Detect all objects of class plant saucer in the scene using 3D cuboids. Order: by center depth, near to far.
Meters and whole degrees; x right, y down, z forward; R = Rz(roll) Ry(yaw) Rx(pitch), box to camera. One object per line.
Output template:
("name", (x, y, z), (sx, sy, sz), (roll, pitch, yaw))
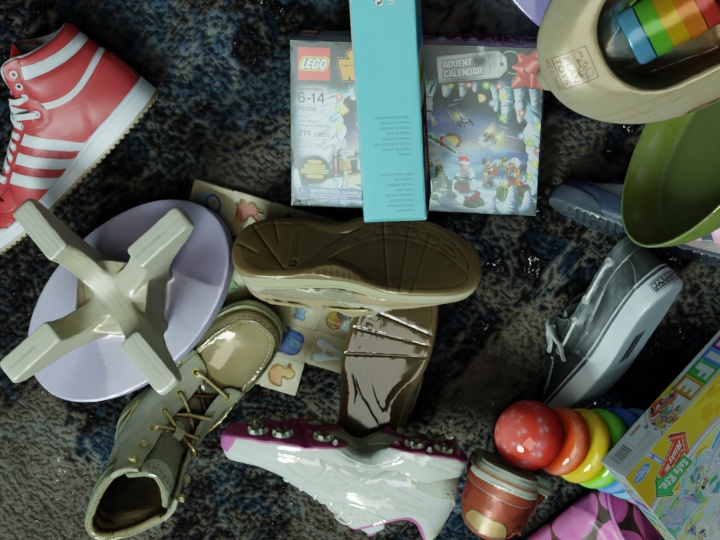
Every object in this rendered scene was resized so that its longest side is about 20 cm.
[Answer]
("plant saucer", (0.262, -0.100, 1.118), (0.031, 0.200, 0.201), (29, 113, -16))

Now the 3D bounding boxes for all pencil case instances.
("pencil case", (0.173, 0.273, 1.344), (0.200, 0.091, 0.094), (-43, 68, 22))

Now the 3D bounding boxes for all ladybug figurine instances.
("ladybug figurine", (0.212, -0.179, 1.065), (0.199, 0.072, 0.136), (-22, 108, 14))

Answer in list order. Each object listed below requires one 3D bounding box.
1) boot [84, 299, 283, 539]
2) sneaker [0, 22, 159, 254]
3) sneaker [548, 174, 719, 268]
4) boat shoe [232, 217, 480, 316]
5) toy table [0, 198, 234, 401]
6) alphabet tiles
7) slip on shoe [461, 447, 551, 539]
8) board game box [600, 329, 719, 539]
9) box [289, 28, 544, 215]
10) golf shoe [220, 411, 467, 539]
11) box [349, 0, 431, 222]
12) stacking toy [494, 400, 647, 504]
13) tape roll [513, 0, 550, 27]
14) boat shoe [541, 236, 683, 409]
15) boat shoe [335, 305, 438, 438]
("boot", (-0.145, 0.124, 1.266), (0.072, 0.155, 0.200), (41, 115, -14))
("sneaker", (-0.266, -0.109, 1.232), (0.112, 0.071, 0.200), (42, 103, -16))
("sneaker", (0.251, -0.055, 1.219), (0.198, 0.070, 0.083), (15, 85, 4))
("boat shoe", (0.000, 0.000, 1.229), (0.198, 0.072, 0.065), (6, 149, 15))
("toy table", (-0.195, 0.024, 1.222), (0.183, 0.117, 0.201), (38, 94, 9))
("alphabet tiles", (-0.096, 0.016, 1.304), (0.198, 0.006, 0.167), (17, 113, -1))
("slip on shoe", (0.113, 0.185, 1.258), (0.074, 0.200, 0.062), (24, 89, 9))
("board game box", (0.298, 0.124, 1.231), (0.200, 0.034, 0.135), (-47, 123, -7))
("box", (0.044, -0.117, 1.216), (0.198, 0.040, 0.138), (2, 112, 5))
("golf shoe", (-0.016, 0.167, 1.235), (0.198, 0.075, 0.092), (8, 102, 1))
("box", (0.023, -0.144, 1.141), (0.049, 0.082, 0.202), (-2, 109, 6))
("stacking toy", (0.188, 0.140, 1.237), (0.199, 0.086, 0.086), (16, 119, -39))
("tape roll", (0.187, -0.267, 1.115), (0.198, 0.085, 0.202), (2, 112, 5))
("boat shoe", (0.185, 0.053, 1.251), (0.068, 0.073, 0.200), (48, 142, 20))
("boat shoe", (0.016, 0.091, 1.295), (0.071, 0.065, 0.201), (18, 97, 4))
